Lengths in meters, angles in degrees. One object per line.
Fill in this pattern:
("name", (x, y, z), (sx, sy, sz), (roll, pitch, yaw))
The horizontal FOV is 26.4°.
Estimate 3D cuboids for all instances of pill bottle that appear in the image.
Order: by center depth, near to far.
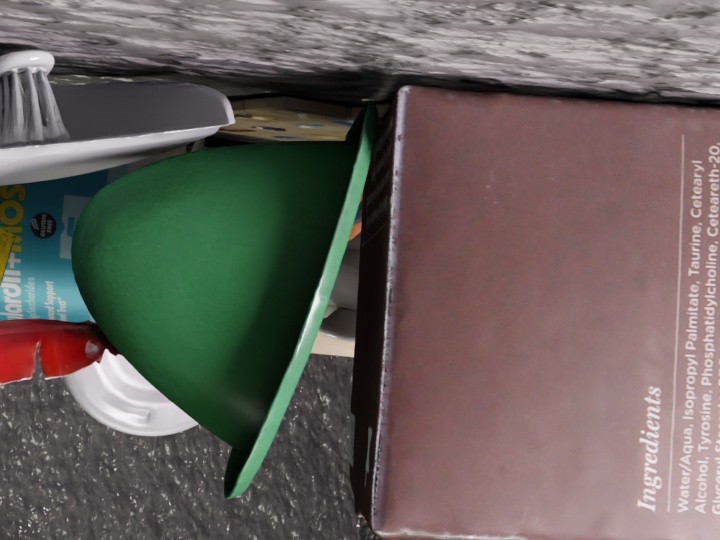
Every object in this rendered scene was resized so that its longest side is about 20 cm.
("pill bottle", (-0.189, -0.030, 0.757), (0.199, 0.111, 0.111), (4, 180, -5))
("pill bottle", (-0.139, 0.021, 0.956), (0.111, 0.112, 0.200), (5, -168, -16))

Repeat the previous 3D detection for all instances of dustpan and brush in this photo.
("dustpan and brush", (-0.150, -0.063, 0.623), (0.139, 0.057, 0.200), (-8, 179, -26))

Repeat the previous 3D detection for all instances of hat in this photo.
("hat", (-0.101, -0.014, 0.589), (0.176, 0.166, 0.200), (19, -171, -5))

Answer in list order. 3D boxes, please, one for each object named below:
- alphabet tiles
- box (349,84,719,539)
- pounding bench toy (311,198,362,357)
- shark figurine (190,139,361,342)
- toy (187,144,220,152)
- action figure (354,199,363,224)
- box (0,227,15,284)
("alphabet tiles", (0.017, -0.066, 0.742), (0.200, 0.006, 0.166), (5, 180, -37))
("box", (0.101, 0.023, 0.623), (0.199, 0.165, 0.166), (4, 178, -4))
("pounding bench toy", (-0.017, -0.007, 1.038), (0.199, 0.125, 0.156), (5, 179, -5))
("shark figurine", (-0.018, -0.011, 0.889), (0.214, 0.090, 0.128), (31, -179, -15))
("toy", (-0.146, -0.057, 0.923), (0.200, 0.047, 0.115), (6, -179, -34))
("action figure", (0.067, -0.026, 0.804), (0.134, 0.149, 0.200), (39, 180, -32))
("box", (-0.240, 0.027, 0.681), (0.064, 0.070, 0.200), (32, 143, -34))
